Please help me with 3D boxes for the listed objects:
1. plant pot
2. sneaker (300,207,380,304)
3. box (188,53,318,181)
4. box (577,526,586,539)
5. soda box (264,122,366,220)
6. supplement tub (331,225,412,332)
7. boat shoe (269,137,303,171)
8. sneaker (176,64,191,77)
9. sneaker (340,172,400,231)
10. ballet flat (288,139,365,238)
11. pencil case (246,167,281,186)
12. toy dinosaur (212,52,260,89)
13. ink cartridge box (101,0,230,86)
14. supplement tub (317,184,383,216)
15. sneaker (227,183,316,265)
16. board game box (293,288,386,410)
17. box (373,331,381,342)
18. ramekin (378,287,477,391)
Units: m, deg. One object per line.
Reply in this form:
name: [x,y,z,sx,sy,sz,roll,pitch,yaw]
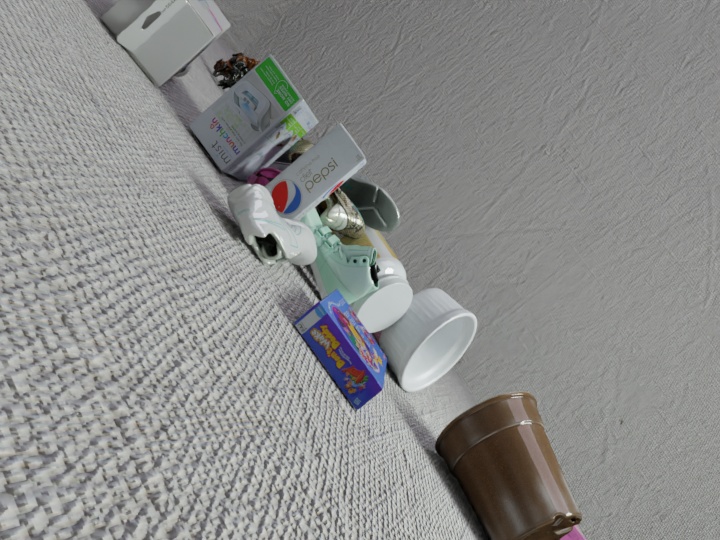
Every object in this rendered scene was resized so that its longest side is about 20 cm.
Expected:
plant pot: [0.249,0.343,1.005,0.200,0.197,0.201,46,16,-51]
sneaker: [-0.034,-0.047,1.016,0.206,0.115,0.074,68,20,-9]
box: [-0.172,-0.248,1.044,0.098,0.175,0.200,51,5,-1]
box: [0.558,0.725,1.754,0.177,0.096,0.200,52,5,-13]
soda box: [-0.085,-0.133,0.945,0.069,0.198,0.064,51,4,-1]
supplement tub: [0.000,0.000,1.158,0.202,0.143,0.145,57,7,36]
boat shoe: [-0.140,-0.235,1.214,0.070,0.193,0.068,-92,-171,-67]
sneaker: [-0.358,-0.429,1.171,0.202,0.074,0.082,60,-3,33]
sneaker: [-0.004,-0.149,1.144,0.198,0.071,0.080,37,19,5]
ballet flat: [-0.066,-0.129,1.064,0.203,0.067,0.075,58,34,-12]
pencil case: [-0.140,-0.132,1.087,0.094,0.091,0.200,45,6,6]
toy dinosaur: [-0.351,-0.574,1.766,0.196,0.140,0.101,-5,-24,45]
ink cartridge box: [-0.305,-0.394,0.976,0.126,0.127,0.201,50,15,-23]
supplement tub: [-0.053,-0.134,1.269,0.194,0.126,0.123,10,22,-18]
sneaker: [-0.117,-0.039,0.852,0.200,0.069,0.082,40,28,-59]
board game box: [-0.021,0.101,0.853,0.136,0.044,0.200,54,5,1]
box: [0.060,0.092,1.377,0.202,0.094,0.103,57,7,37]
ramekin: [0.129,0.133,1.217,0.098,0.201,0.200,45,0,32]
